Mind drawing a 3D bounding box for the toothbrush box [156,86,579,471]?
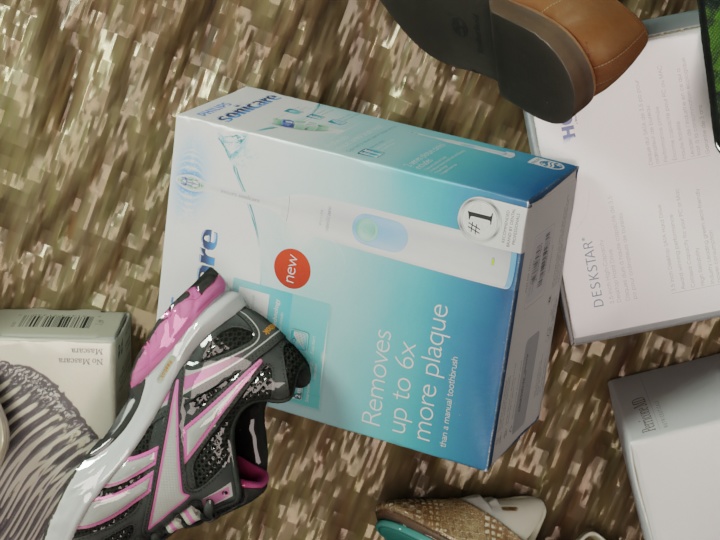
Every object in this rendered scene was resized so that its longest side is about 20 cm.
[{"bbox_3d":[0.000,0.000,1.132,0.198,0.085,0.148,16,111,21],"label":"toothbrush box"}]

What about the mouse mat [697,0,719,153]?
[{"bbox_3d":[0.250,-0.146,1.098,0.159,0.008,0.202,-6,62,7],"label":"mouse mat"}]

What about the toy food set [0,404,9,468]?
[{"bbox_3d":[-0.286,0.042,1.161,0.143,0.060,0.201,-17,105,42],"label":"toy food set"}]

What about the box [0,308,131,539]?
[{"bbox_3d":[-0.170,0.126,1.210,0.081,0.068,0.202,0,102,0],"label":"box"}]

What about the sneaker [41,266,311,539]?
[{"bbox_3d":[-0.094,0.105,1.111,0.086,0.080,0.201,32,114,8],"label":"sneaker"}]

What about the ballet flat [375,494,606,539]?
[{"bbox_3d":[0.102,0.168,1.224,0.199,0.070,0.066,33,75,-9],"label":"ballet flat"}]

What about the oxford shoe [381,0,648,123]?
[{"bbox_3d":[0.067,-0.146,1.113,0.071,0.200,0.072,-33,142,-24],"label":"oxford shoe"}]

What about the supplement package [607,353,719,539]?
[{"bbox_3d":[0.246,0.106,1.168,0.198,0.121,0.121,-14,103,4],"label":"supplement package"}]

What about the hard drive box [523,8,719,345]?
[{"bbox_3d":[0.192,-0.060,1.154,0.198,0.077,0.157,-11,102,3],"label":"hard drive box"}]
